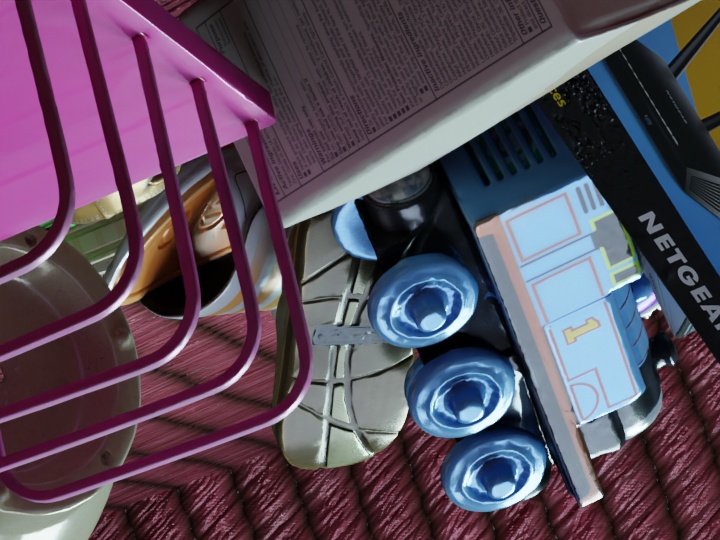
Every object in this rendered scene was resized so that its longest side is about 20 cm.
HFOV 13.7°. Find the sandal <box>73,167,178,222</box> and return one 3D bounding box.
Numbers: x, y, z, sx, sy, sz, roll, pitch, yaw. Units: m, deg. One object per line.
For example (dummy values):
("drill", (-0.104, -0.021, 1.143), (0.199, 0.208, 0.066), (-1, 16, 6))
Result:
("sandal", (-0.105, -0.045, 1.187), (0.080, 0.054, 0.200), (-19, 173, -5))

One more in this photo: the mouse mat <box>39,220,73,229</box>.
("mouse mat", (-0.188, -0.006, 1.411), (0.161, 0.008, 0.200), (-22, 180, 13))

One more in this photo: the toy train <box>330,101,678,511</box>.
("toy train", (0.065, 0.017, 1.233), (0.114, 0.087, 0.200), (-23, 133, 1))

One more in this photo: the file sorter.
("file sorter", (-0.117, -0.012, 0.996), (0.139, 0.125, 0.200), (-22, 157, 16))

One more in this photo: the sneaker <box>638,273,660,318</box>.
("sneaker", (0.142, -0.073, 1.396), (0.200, 0.070, 0.100), (-62, 154, 1))

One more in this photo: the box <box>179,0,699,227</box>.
("box", (0.027, -0.096, 1.062), (0.078, 0.095, 0.200), (-23, 177, -36))

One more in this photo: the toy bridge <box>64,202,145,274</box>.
("toy bridge", (-0.127, -0.012, 1.457), (0.067, 0.027, 0.200), (-18, 178, -30))

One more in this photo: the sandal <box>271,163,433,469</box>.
("sandal", (0.000, 0.000, 1.293), (0.080, 0.054, 0.200), (1, 129, -19))

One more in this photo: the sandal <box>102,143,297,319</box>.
("sandal", (-0.036, -0.021, 1.334), (0.207, 0.059, 0.079), (-25, 152, -54))

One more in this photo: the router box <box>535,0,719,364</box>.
("router box", (0.139, -0.077, 1.097), (0.149, 0.200, 0.051), (-28, -169, 44))

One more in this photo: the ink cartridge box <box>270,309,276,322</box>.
("ink cartridge box", (0.055, -0.046, 1.549), (0.200, 0.084, 0.145), (-17, 172, -32))

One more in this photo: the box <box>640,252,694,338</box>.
("box", (0.201, -0.066, 1.260), (0.200, 0.117, 0.060), (-22, 169, -6))

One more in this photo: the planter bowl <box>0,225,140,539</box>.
("planter bowl", (-0.171, 0.053, 1.178), (0.200, 0.200, 0.135), (-13, 174, -44))
